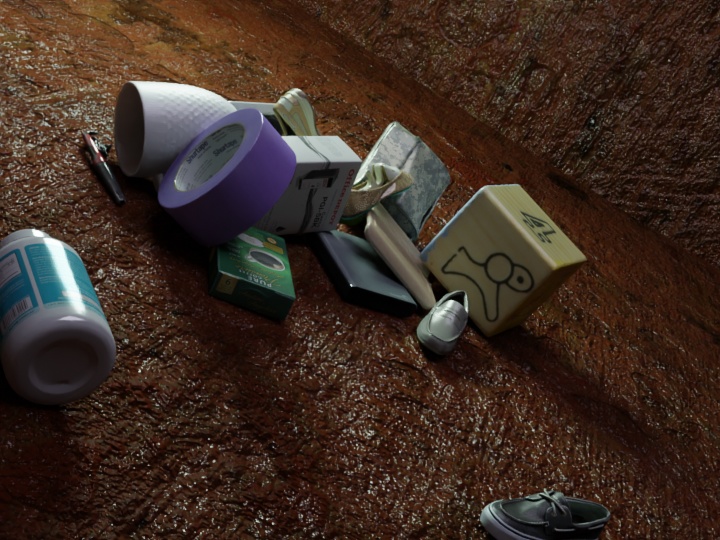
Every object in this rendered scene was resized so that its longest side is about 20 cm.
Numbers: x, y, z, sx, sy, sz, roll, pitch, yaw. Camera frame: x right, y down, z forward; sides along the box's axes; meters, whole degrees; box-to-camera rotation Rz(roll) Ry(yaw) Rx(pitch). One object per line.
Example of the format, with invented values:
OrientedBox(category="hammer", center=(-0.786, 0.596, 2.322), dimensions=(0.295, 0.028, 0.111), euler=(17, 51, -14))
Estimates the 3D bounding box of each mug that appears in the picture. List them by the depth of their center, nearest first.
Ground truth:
OrientedBox(category="mug", center=(-0.283, -0.197, 1.632), dimensions=(0.174, 0.147, 0.202), euler=(-3, 79, -32))

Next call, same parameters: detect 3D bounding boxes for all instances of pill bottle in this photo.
OrientedBox(category="pill bottle", center=(-0.332, 0.039, 1.075), dimensions=(0.110, 0.111, 0.200), euler=(15, 26, -37))

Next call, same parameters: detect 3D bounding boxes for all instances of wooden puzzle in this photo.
OrientedBox(category="wooden puzzle", center=(0.064, -0.029, 1.823), dimensions=(0.185, 0.037, 0.200), euler=(50, 14, -13))

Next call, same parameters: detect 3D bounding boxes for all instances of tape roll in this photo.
OrientedBox(category="tape roll", center=(-0.196, -0.138, 1.506), dimensions=(0.085, 0.199, 0.200), euler=(48, 10, -30))

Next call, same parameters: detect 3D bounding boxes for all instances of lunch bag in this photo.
OrientedBox(category="lunch bag", center=(0.072, -0.158, 1.992), dimensions=(0.167, 0.140, 0.201), euler=(34, 53, -1))

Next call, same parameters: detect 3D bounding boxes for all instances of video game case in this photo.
OrientedBox(category="video game case", center=(-0.217, -0.279, 1.892), dimensions=(0.199, 0.023, 0.181), euler=(-6, -2, -44))

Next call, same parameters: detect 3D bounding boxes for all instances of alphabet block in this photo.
OrientedBox(category="alphabet block", center=(0.263, -0.022, 1.889), dimensions=(0.200, 0.195, 0.196), euler=(50, 27, 15))

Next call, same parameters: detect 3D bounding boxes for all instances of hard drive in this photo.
OrientedBox(category="hard drive", center=(0.000, 0.000, 1.744), dimensions=(0.139, 0.033, 0.200), euler=(17, 24, -33))

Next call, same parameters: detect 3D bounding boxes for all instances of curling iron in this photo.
OrientedBox(category="curling iron", center=(-0.389, -0.161, 1.579), dimensions=(0.049, 0.026, 0.200), euler=(12, 28, -35))

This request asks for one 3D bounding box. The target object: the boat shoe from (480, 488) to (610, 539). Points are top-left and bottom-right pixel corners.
OrientedBox(category="boat shoe", center=(0.236, 0.309, 1.301), dimensions=(0.199, 0.071, 0.072), euler=(14, 26, -38))

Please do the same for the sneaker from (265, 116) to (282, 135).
OrientedBox(category="sneaker", center=(-0.247, -0.223, 1.854), dimensions=(0.198, 0.121, 0.084), euler=(-13, 82, -18))

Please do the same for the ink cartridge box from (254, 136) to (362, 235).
OrientedBox(category="ink cartridge box", center=(-0.112, -0.140, 1.699), dimensions=(0.199, 0.148, 0.083), euler=(-8, 41, -41))

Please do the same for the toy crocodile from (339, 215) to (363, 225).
OrientedBox(category="toy crocodile", center=(-0.088, -0.132, 1.845), dimensions=(0.199, 0.068, 0.062), euler=(26, -24, -11))

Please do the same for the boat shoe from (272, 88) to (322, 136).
OrientedBox(category="boat shoe", center=(-0.107, -0.222, 1.837), dimensions=(0.071, 0.076, 0.201), euler=(15, -43, 49))

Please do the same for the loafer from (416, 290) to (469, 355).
OrientedBox(category="loafer", center=(0.141, 0.082, 1.697), dimensions=(0.070, 0.070, 0.200), euler=(32, 20, 1))

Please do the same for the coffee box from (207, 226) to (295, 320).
OrientedBox(category="coffee box", center=(-0.165, -0.008, 1.514), dimensions=(0.122, 0.044, 0.200), euler=(21, 22, -20))

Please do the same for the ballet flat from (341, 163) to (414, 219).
OrientedBox(category="ballet flat", center=(0.029, -0.154, 1.828), dimensions=(0.070, 0.066, 0.200), euler=(6, 27, 37))
